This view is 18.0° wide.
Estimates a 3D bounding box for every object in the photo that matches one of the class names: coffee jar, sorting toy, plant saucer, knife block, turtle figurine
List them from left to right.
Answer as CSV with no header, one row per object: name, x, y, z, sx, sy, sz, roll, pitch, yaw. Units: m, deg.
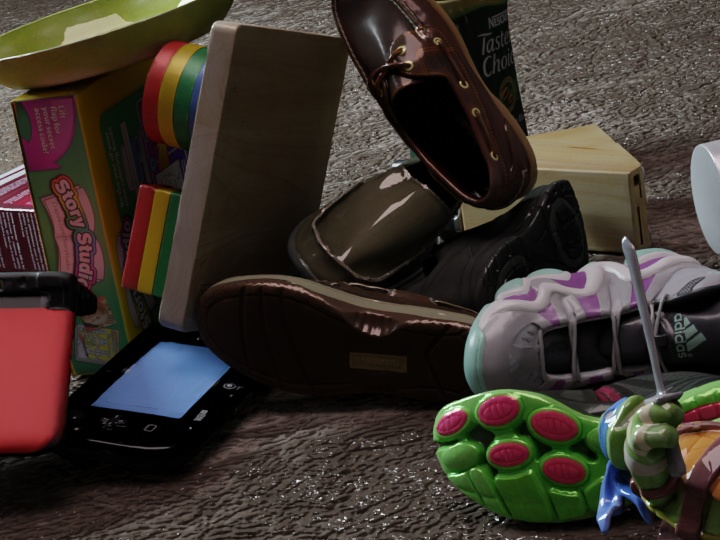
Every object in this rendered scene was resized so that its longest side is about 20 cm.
plant saucer,-0.173,-0.163,1.571,0.198,0.031,0.200,-16,15,5
sorting toy,-0.091,-0.070,1.543,0.069,0.201,0.200,14,7,20
coffee jar,0.080,-0.172,1.859,0.085,0.202,0.104,4,22,35
knife block,0.111,-0.055,1.714,0.174,0.065,0.200,-12,19,-6
turtle figurine,0.202,0.076,1.096,0.193,0.201,0.144,34,8,33

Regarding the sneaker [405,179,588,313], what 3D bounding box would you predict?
sneaker,0.094,-0.010,1.578,0.090,0.077,0.200,-6,14,31

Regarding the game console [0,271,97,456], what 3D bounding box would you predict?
game console,-0.274,0.063,1.440,0.198,0.120,0.172,0,-7,1

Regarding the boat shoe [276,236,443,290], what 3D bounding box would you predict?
boat shoe,0.000,0.000,1.611,0.068,0.057,0.200,2,21,32

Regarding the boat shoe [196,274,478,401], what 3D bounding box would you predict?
boat shoe,-0.003,0.042,1.460,0.201,0.075,0.075,13,18,14

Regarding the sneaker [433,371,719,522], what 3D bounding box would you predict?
sneaker,0.139,0.096,1.253,0.198,0.077,0.084,-2,2,11

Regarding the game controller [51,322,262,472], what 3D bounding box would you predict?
game controller,-0.123,0.077,1.464,0.103,0.042,0.200,-2,20,21

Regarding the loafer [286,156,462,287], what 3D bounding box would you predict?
loafer,0.017,-0.039,1.559,0.070,0.075,0.200,-48,-3,35

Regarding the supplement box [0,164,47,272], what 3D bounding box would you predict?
supplement box,-0.231,-0.041,1.844,0.199,0.061,0.109,3,23,37

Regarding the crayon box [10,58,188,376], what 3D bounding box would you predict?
crayon box,-0.167,-0.051,1.614,0.058,0.202,0.173,-3,18,23

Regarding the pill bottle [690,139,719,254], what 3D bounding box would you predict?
pill bottle,0.333,-0.069,1.562,0.198,0.113,0.113,-11,18,-8

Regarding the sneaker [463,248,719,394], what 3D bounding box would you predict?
sneaker,0.171,0.037,1.379,0.199,0.078,0.139,-22,21,-33

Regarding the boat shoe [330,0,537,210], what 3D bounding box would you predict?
boat shoe,0.045,-0.127,1.560,0.070,0.200,0.070,-47,-15,30
